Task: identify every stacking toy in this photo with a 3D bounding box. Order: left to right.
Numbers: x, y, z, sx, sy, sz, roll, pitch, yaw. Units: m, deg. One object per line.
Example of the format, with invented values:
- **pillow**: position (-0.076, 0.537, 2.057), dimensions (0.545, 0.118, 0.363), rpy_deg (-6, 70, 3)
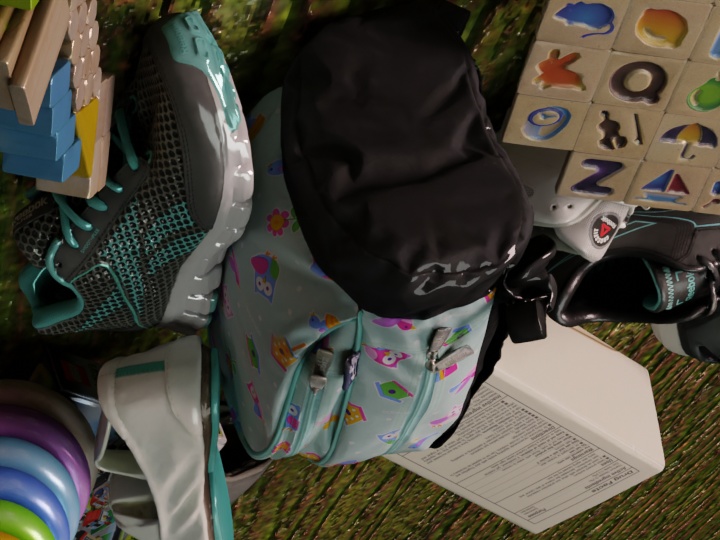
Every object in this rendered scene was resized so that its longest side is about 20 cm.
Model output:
- **stacking toy**: position (-0.168, 0.132, 0.759), dimensions (0.084, 0.201, 0.086), rpy_deg (-1, 116, -2)

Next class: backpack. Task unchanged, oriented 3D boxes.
- **backpack**: position (0.000, 0.000, 0.768), dimensions (0.125, 0.168, 0.201), rpy_deg (-1, 144, -13)

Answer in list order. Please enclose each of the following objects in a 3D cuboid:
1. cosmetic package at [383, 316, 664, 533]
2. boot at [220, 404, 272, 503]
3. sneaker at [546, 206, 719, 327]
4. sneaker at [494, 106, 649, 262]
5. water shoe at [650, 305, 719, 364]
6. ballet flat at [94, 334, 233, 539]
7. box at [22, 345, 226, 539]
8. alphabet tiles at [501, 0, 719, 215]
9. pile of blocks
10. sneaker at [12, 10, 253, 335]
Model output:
- **cosmetic package**: position (0.068, 0.067, 0.954), dimensions (0.103, 0.074, 0.199), rpy_deg (-32, 134, 32)
- **boot**: position (-0.158, 0.163, 1.009), dimensions (0.181, 0.073, 0.200), rpy_deg (-18, 161, -47)
- **sneaker**: position (0.181, -0.005, 0.863), dimensions (0.197, 0.080, 0.076), rpy_deg (-8, 120, 11)
- **sneaker**: position (0.122, -0.052, 0.823), dimensions (0.199, 0.089, 0.074), rpy_deg (-31, 147, 28)
- **water shoe**: position (0.201, -0.027, 0.938), dimensions (0.072, 0.078, 0.201), rpy_deg (-52, 146, -30)
- **ballet flat**: position (-0.097, 0.097, 0.842), dimensions (0.069, 0.070, 0.201), rpy_deg (-19, 147, -14)
- **box**: position (-0.172, 0.138, 0.915), dimensions (0.109, 0.035, 0.201), rpy_deg (22, 115, -38)
- **alphabet tiles**: position (0.152, -0.088, 0.710), dimensions (0.164, 0.006, 0.201), rpy_deg (6, 145, -6)
- **pile of blocks**: position (-0.129, -0.083, 0.583), dimensions (0.061, 0.083, 0.201), rpy_deg (10, 147, 4)
- **sneaker**: position (-0.100, -0.028, 0.718), dimensions (0.090, 0.078, 0.201), rpy_deg (-11, 148, -21)
